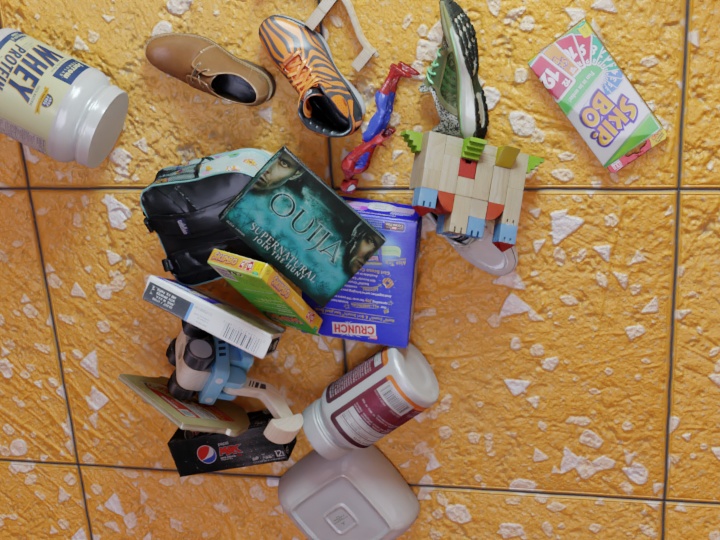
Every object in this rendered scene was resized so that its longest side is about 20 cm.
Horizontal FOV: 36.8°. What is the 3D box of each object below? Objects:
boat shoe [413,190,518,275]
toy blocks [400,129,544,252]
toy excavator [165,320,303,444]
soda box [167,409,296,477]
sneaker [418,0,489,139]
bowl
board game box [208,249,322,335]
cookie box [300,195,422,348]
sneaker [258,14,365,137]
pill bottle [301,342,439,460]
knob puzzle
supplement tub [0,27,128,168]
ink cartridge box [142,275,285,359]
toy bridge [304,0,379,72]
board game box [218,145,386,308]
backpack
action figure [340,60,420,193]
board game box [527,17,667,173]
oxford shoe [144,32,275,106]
[{"bbox_3d":[0.144,-0.059,1.550,0.200,0.067,0.074,41,115,-6],"label":"boat shoe"},{"bbox_3d":[0.144,-0.105,1.481,0.198,0.100,0.138,11,86,-17],"label":"toy blocks"},{"bbox_3d":[-0.191,0.167,1.677,0.198,0.195,0.100,12,131,-23],"label":"toy excavator"},{"bbox_3d":[-0.210,0.280,1.769,0.198,0.063,0.071,-12,108,16],"label":"soda box"},{"bbox_3d":[0.115,-0.267,1.475,0.088,0.077,0.202,-3,109,23],"label":"sneaker"},{"bbox_3d":[-0.024,0.386,1.765,0.199,0.075,0.200,-37,100,21],"label":"bowl"},{"bbox_3d":[-0.129,0.035,1.534,0.095,0.030,0.200,16,158,31],"label":"board game box"},{"bbox_3d":[0.000,0.000,1.602,0.169,0.075,0.202,8,113,10],"label":"cookie box"},{"bbox_3d":[-0.071,-0.267,1.491,0.200,0.112,0.078,45,114,-7],"label":"sneaker"},{"bbox_3d":[0.013,0.203,1.660,0.199,0.114,0.114,-36,100,23],"label":"pill bottle"},{"bbox_3d":[-0.259,0.220,1.695,0.218,0.220,0.031,23,96,3],"label":"knob puzzle"},{"bbox_3d":[-0.453,-0.246,1.569,0.199,0.145,0.146,26,115,1],"label":"supplement tub"},{"bbox_3d":[-0.213,0.068,1.612,0.197,0.200,0.044,26,91,2],"label":"ink cartridge box"},{"bbox_3d":[-0.050,-0.362,1.495,0.200,0.027,0.067,40,113,-5],"label":"toy bridge"},{"bbox_3d":[-0.078,-0.059,1.494,0.200,0.028,0.135,40,99,-22],"label":"board game box"},{"bbox_3d":[-0.192,-0.086,1.568,0.198,0.154,0.177,-9,115,22],"label":"backpack"},{"bbox_3d":[0.021,-0.195,1.525,0.051,0.065,0.201,32,113,4],"label":"action figure"},{"bbox_3d":[0.323,-0.232,1.465,0.095,0.030,0.200,-35,103,23],"label":"board game box"},{"bbox_3d":[-0.222,-0.287,1.542,0.198,0.071,0.072,20,116,6],"label":"oxford shoe"}]
